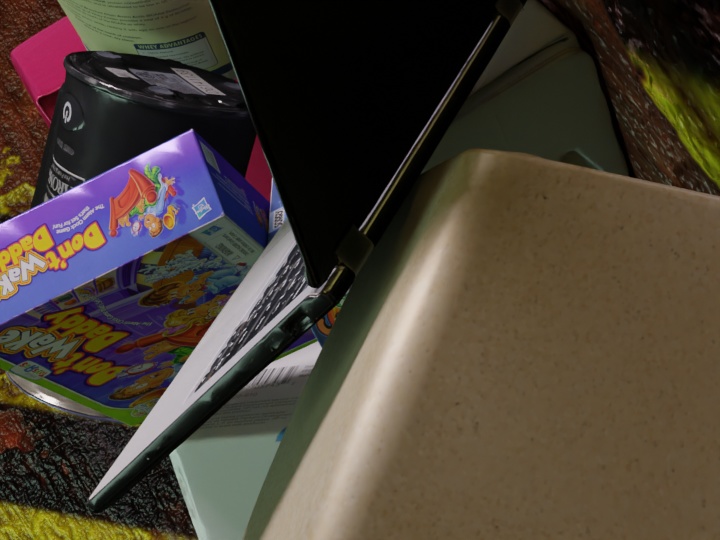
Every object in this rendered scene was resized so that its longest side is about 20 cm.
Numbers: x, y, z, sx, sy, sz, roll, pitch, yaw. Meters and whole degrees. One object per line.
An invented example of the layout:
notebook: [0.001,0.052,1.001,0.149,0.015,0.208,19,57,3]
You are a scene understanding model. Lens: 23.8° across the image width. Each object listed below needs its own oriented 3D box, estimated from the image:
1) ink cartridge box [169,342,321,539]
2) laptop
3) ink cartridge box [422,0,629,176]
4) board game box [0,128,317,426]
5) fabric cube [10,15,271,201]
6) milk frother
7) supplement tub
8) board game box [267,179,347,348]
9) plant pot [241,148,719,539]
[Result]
ink cartridge box: [-0.002,0.076,0.986,0.200,0.144,0.085,-59,-43,-58]
laptop: [-0.031,-0.065,0.507,0.116,0.200,0.187,41,-140,-7]
ink cartridge box: [0.025,-0.079,0.732,0.200,0.083,0.146,52,173,43]
board game box: [-0.097,0.012,0.823,0.045,0.134,0.200,68,-171,20]
fabric cube: [-0.132,-0.121,1.326,0.196,0.200,0.199,60,174,-23]
milk frother: [-0.096,-0.024,1.013,0.181,0.199,0.189,-124,46,-66]
supplement tub: [-0.126,-0.210,1.014,0.145,0.145,0.200,54,175,24]
board game box: [0.000,0.000,0.871,0.136,0.034,0.200,62,-171,-20]
plant pot: [0.067,0.068,0.475,0.200,0.199,0.178,168,112,-85]
